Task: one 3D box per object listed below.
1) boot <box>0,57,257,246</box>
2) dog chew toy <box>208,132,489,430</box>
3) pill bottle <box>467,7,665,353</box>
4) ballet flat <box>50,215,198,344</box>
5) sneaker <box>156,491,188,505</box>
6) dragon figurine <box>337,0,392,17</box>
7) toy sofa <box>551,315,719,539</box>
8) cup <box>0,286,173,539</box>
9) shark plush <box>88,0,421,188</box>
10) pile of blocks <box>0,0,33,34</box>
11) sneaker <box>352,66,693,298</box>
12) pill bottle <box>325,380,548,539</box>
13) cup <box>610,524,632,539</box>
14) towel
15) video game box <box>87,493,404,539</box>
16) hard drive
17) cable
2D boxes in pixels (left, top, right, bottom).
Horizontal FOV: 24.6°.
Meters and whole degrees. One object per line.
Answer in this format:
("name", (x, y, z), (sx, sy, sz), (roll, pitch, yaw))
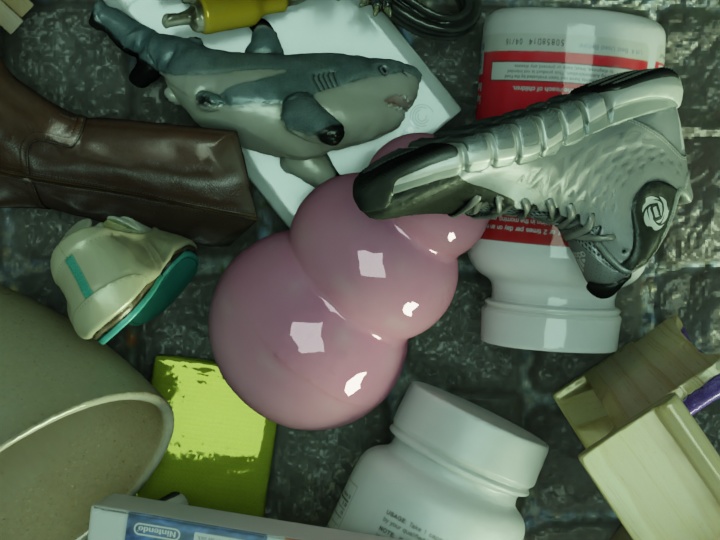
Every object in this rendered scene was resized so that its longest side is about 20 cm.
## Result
("boot", (-0.152, -0.089, 0.962), (0.199, 0.187, 0.064), (12, 56, 4))
("dog chew toy", (0.000, 0.000, 0.979), (0.124, 0.125, 0.200), (40, 108, -4))
("pill bottle", (0.123, -0.054, 1.003), (0.112, 0.112, 0.201), (4, 93, -3))
("ballet flat", (-0.138, -0.004, 0.949), (0.069, 0.200, 0.070), (0, 92, 1))
("sneaker", (-0.170, 0.223, 1.009), (0.200, 0.074, 0.080), (-37, 85, 10))
("dragon figurine", (0.015, -0.218, 0.952), (0.059, 0.100, 0.201), (21, 50, -6))
("toy sofa", (0.181, 0.097, 0.972), (0.097, 0.200, 0.083), (-33, 94, 4))
("cup", (-0.231, 0.086, 0.960), (0.200, 0.200, 0.143), (-40, 70, 0))
("shark plush", (-0.068, -0.117, 1.007), (0.199, 0.091, 0.084), (17, 72, 17))
("pile of blocks", (-0.261, -0.232, 0.988), (0.200, 0.082, 0.062), (43, 89, -4))
("sneaker", (0.100, -0.032, 0.902), (0.199, 0.075, 0.116), (-19, 100, -15))
("pill bottle", (0.032, 0.178, 1.011), (0.113, 0.113, 0.201), (25, 92, -4))
("cup", (0.248, 0.235, 1.012), (0.199, 0.143, 0.202), (0, 93, -3))
("towel", (-0.104, 0.157, 1.052), (0.086, 0.018, 0.201), (8, 93, -7))
("video game box", (-0.067, 0.235, 0.944), (0.199, 0.047, 0.183), (7, 95, 9))
("hard drive", (-0.050, -0.136, 1.033), (0.132, 0.026, 0.200), (-39, 94, 0))
("cable", (-0.027, -0.183, 1.008), (0.199, 0.050, 0.098), (5, 64, -17))
